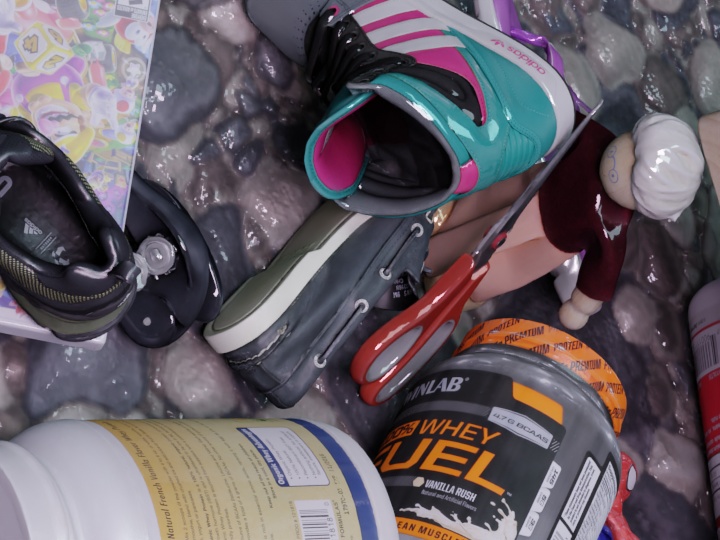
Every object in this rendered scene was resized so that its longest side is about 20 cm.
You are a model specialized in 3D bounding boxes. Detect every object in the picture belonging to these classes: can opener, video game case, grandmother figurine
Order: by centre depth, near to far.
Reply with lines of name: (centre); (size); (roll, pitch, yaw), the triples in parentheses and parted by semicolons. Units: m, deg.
video game case: (-0.178, -0.071, 1.432); (0.142, 0.018, 0.201); (11, 71, -11)
can opener: (-0.139, -0.051, 1.480); (0.063, 0.079, 0.201); (-35, 93, -1)
grandmother figurine: (0.106, -0.031, 1.556); (0.060, 0.200, 0.122); (-9, 78, -39)

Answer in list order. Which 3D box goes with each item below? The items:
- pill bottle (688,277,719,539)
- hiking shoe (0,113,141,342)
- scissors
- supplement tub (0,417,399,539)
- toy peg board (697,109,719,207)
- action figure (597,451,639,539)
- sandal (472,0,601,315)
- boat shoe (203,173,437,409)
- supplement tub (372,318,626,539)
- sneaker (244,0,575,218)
pill bottle: (0.251, 0.104, 1.673); (0.112, 0.112, 0.201); (6, 70, -35)
hiking shoe: (-0.178, -0.054, 1.363); (0.200, 0.101, 0.076); (37, 68, -1)
scissors: (0.064, -0.008, 1.541); (0.014, 0.200, 0.073); (43, 4, 22)
supplement tub: (-0.096, 0.141, 1.375); (0.199, 0.144, 0.145); (2, 72, -37)
toy peg board: (0.280, -0.007, 1.561); (0.200, 0.097, 0.201); (-20, 94, -62)
action figure: (0.125, 0.190, 1.579); (0.099, 0.065, 0.201); (34, 57, -15)
sandal: (0.108, -0.076, 1.653); (0.082, 0.049, 0.204); (-16, 90, -83)
boat shoe: (0.001, 0.000, 1.549); (0.066, 0.074, 0.199); (55, 48, -13)
supplement tub: (0.058, 0.129, 1.512); (0.122, 0.122, 0.201); (41, 53, -18)
sneaker: (-0.003, -0.091, 1.525); (0.199, 0.084, 0.121); (27, 40, 25)
